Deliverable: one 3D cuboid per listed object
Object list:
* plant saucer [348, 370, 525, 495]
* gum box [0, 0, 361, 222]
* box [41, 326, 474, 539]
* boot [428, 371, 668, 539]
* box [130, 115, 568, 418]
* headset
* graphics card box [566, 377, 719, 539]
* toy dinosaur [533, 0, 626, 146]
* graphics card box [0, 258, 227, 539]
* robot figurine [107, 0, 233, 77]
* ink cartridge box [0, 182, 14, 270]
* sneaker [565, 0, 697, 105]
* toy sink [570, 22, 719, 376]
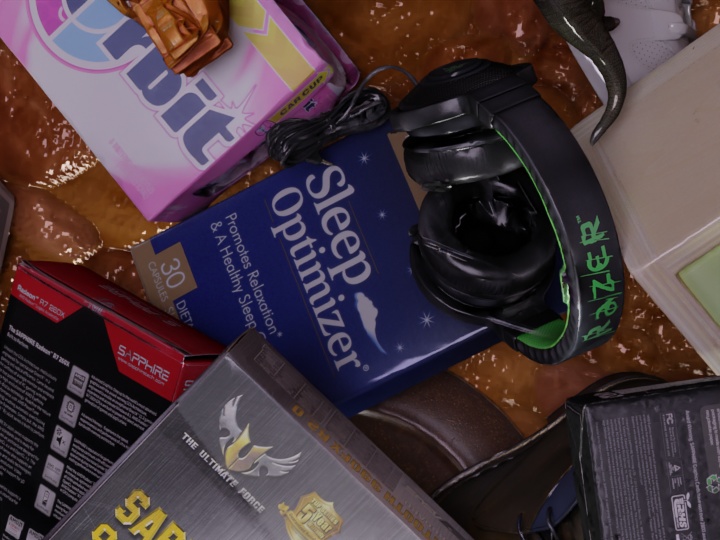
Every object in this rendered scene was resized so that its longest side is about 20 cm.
[{"bbox_3d":[-0.004,0.138,1.176,0.200,0.034,0.201,0,91,14],"label":"plant saucer"},{"bbox_3d":[-0.104,-0.126,1.175,0.113,0.066,0.200,-41,82,12],"label":"gum box"},{"bbox_3d":[-0.032,0.150,1.071,0.200,0.048,0.158,44,108,-1],"label":"box"},{"bbox_3d":[0.075,0.119,1.094,0.200,0.097,0.075,-44,96,-6],"label":"boot"},{"bbox_3d":[0.000,0.000,1.154,0.200,0.032,0.121,-27,68,10],"label":"box"},{"bbox_3d":[0.038,-0.033,1.071,0.094,0.200,0.124,-22,125,-19],"label":"headset"},{"bbox_3d":[0.192,0.101,1.011,0.200,0.051,0.126,-9,92,-6],"label":"graphics card box"},{"bbox_3d":[0.082,-0.156,1.045,0.077,0.102,0.200,7,84,21],"label":"toy dinosaur"},{"bbox_3d":[-0.132,0.109,1.162,0.125,0.051,0.200,26,105,38],"label":"graphics card box"},{"bbox_3d":[-0.092,-0.197,1.104,0.145,0.058,0.200,-33,84,10],"label":"robot figurine"},{"bbox_3d":[-0.274,0.043,1.205,0.176,0.045,0.200,6,75,13],"label":"ink cartridge box"},{"bbox_3d":[0.139,-0.150,1.111,0.115,0.074,0.200,-26,84,16],"label":"sneaker"},{"bbox_3d":[0.213,-0.045,1.047,0.200,0.112,0.130,-34,128,12],"label":"toy sink"}]
